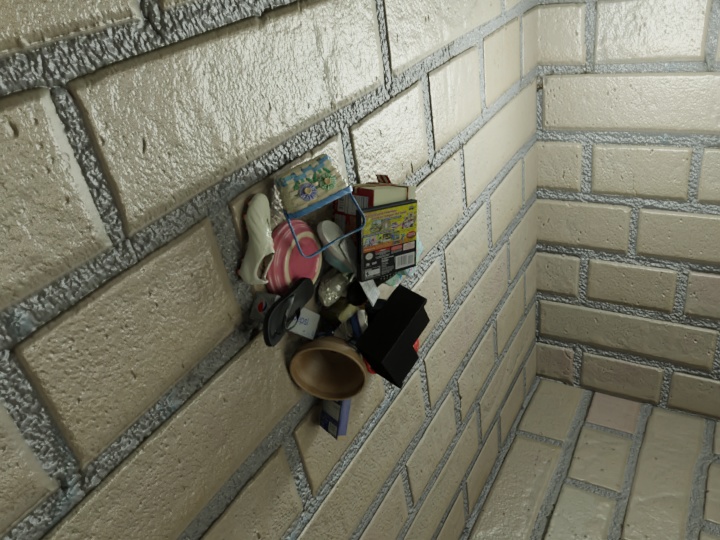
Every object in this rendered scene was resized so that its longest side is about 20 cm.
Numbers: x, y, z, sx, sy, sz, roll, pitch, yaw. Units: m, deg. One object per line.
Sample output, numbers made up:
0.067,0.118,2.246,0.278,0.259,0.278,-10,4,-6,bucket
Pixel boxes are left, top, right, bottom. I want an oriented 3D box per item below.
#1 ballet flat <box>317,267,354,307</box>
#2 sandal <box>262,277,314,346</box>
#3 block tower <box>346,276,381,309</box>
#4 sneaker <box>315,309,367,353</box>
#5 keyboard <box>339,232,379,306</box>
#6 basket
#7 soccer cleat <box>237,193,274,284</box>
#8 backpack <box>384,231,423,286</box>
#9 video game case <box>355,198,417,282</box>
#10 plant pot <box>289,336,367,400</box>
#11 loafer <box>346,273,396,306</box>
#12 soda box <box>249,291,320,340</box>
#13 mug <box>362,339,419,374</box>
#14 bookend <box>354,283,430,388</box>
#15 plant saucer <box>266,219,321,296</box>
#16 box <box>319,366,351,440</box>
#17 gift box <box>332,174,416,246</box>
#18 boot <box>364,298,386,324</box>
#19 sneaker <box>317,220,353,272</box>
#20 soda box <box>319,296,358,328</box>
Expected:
-0.050,0.012,1.629,0.200,0.071,0.072,-57,143,-39,ballet flat
-0.159,0.089,1.367,0.200,0.043,0.076,-57,141,-36,sandal
0.009,0.066,1.764,0.058,0.054,0.200,-67,148,-23,block tower
-0.053,0.178,1.596,0.200,0.145,0.081,92,-12,-60,sneaker
0.000,0.000,1.536,0.201,0.011,0.056,62,32,-28,keyboard
-0.099,-0.151,1.380,0.176,0.139,0.201,-32,110,-15,basket
-0.217,-0.067,1.315,0.069,0.077,0.201,5,94,-60,soccer cleat
0.092,-0.053,1.789,0.200,0.150,0.178,-57,145,-25,backpack
0.069,-0.079,1.527,0.199,0.025,0.182,-16,113,-39,video game case
-0.076,0.237,1.551,0.093,0.200,0.202,-74,156,-50,plant pot
0.033,0.009,1.628,0.200,0.071,0.073,-42,104,-5,loafer
-0.179,0.111,1.446,0.200,0.063,0.069,33,70,-58,soda box
0.076,0.242,1.861,0.200,0.133,0.179,17,82,-56,mug
0.103,0.175,1.570,0.200,0.092,0.199,-53,148,-14,bookend
-0.156,-0.022,1.460,0.200,0.051,0.202,-25,120,-54,plant saucer
-0.065,0.351,1.662,0.032,0.121,0.201,6,94,-28,box
0.034,-0.160,1.622,0.186,0.199,0.186,-10,112,-42,gift box
0.046,0.167,1.651,0.198,0.073,0.164,-73,165,-86,boot
-0.070,-0.049,1.525,0.200,0.082,0.074,51,37,-43,sneaker
-0.038,0.144,1.698,0.068,0.064,0.200,-66,148,-22,soda box
